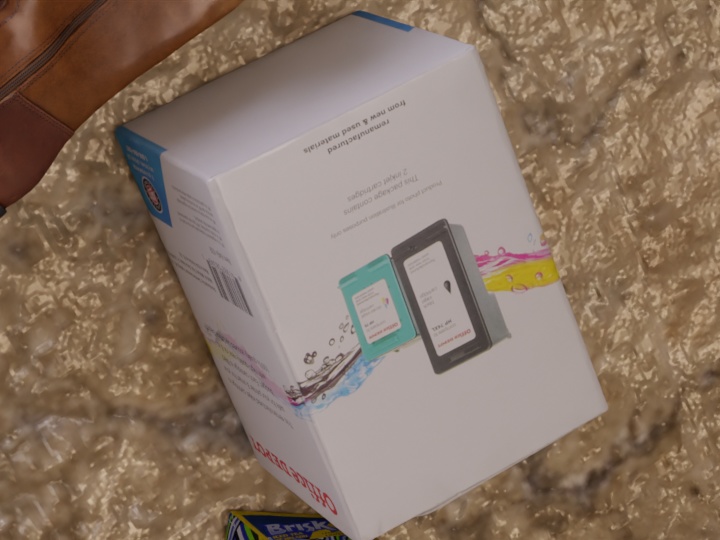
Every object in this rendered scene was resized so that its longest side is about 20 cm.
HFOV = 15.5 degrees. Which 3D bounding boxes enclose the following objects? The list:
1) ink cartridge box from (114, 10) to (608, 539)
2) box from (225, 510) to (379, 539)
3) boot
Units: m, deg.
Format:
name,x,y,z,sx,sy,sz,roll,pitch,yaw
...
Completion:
name,x,y,z,sx,sy,sz,roll,pitch,yaw
ink cartridge box,0.000,0.000,1.288,0.146,0.147,0.200,-27,112,-15
box,-0.041,0.229,1.370,0.070,0.064,0.200,4,100,-23
boot,-0.172,-0.134,1.231,0.200,0.068,0.188,-44,114,-8
